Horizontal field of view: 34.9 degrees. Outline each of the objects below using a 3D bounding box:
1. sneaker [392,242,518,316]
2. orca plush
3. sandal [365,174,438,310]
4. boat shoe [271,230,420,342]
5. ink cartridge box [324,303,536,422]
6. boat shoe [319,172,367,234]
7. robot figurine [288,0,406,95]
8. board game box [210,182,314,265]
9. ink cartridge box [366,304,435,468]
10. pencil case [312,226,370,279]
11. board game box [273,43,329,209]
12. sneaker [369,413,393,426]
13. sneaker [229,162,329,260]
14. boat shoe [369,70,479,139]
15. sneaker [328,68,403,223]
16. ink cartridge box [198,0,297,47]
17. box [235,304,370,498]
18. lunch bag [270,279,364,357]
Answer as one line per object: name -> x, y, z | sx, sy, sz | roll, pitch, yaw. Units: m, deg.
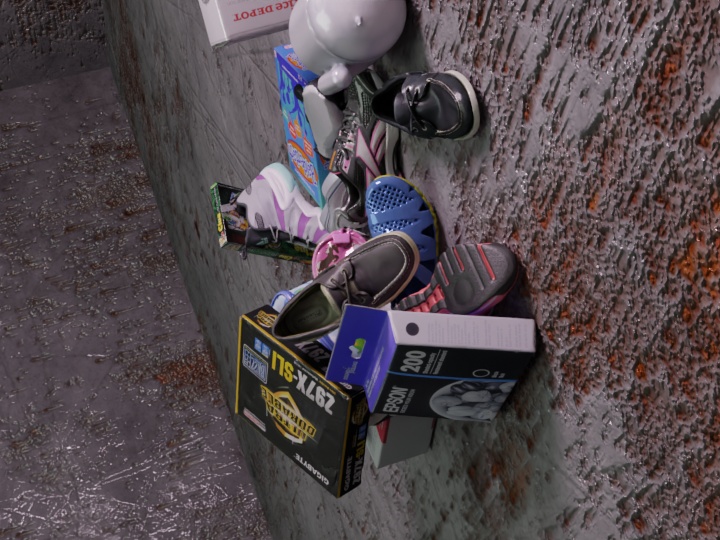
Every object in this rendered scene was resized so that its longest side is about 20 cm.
sneaker -> 0.113, 0.026, 1.228 | 0.200, 0.086, 0.075 | -40, 60, 47
orca plush -> -0.025, -0.206, 1.506 | 0.105, 0.071, 0.201 | 42, 166, 28
sandal -> 0.056, -0.013, 1.325 | 0.202, 0.079, 0.087 | 70, -160, -8
boat shoe -> -0.019, 0.028, 1.287 | 0.200, 0.066, 0.072 | -34, 89, 28
ink cartridge box -> 0.067, 0.103, 1.219 | 0.199, 0.197, 0.044 | 105, 170, -61
boat shoe -> -0.008, -0.091, 1.554 | 0.067, 0.073, 0.200 | 51, 165, 12
robot figurine -> -0.015, -0.283, 1.288 | 0.200, 0.111, 0.172 | 171, 107, -75
board game box -> -0.150, -0.072, 1.815 | 0.023, 0.199, 0.106 | -32, 61, 35
ink cartridge box -> 0.028, 0.147, 1.594 | 0.146, 0.082, 0.201 | 96, 153, -50
pencil case -> 0.000, 0.000, 1.424 | 0.083, 0.086, 0.200 | 48, -174, 12
board game box -> -0.073, -0.212, 1.673 | 0.152, 0.044, 0.202 | -129, 27, -55
sneaker -> 0.069, 0.151, 1.406 | 0.200, 0.084, 0.076 | -45, 27, 55
sneaker -> -0.119, -0.053, 1.735 | 0.200, 0.139, 0.078 | 46, 164, 20
boat shoe -> 0.062, -0.174, 1.212 | 0.199, 0.065, 0.075 | -139, 37, -63
sneaker -> 0.000, -0.150, 1.409 | 0.080, 0.085, 0.203 | -158, 55, -68
ink cartridge box -> -0.139, -0.395, 1.424 | 0.085, 0.144, 0.203 | 16, 123, 67
box -> -0.073, 0.158, 1.406 | 0.199, 0.049, 0.161 | 34, 130, 34
lunch bag -> -0.068, 0.120, 1.485 | 0.161, 0.082, 0.201 | 52, 141, 21
